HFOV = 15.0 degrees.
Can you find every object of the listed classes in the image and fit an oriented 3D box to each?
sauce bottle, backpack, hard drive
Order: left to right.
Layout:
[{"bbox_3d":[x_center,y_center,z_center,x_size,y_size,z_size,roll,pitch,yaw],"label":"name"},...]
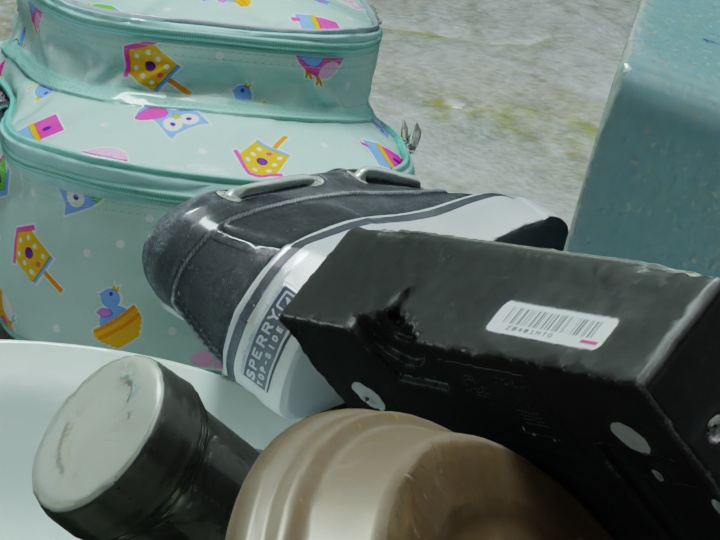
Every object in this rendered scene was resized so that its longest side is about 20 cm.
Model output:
[{"bbox_3d":[-0.064,-0.038,1.043,0.175,0.154,0.200,5,24,-14],"label":"backpack"},{"bbox_3d":[0.006,0.090,0.639,0.200,0.065,0.065,40,-1,-30],"label":"sauce bottle"},{"bbox_3d":[0.082,0.073,0.656,0.038,0.200,0.139,-49,29,-20],"label":"hard drive"}]

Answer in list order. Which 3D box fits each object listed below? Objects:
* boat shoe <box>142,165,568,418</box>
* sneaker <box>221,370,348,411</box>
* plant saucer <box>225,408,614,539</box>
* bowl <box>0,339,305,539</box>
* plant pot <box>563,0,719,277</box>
[{"bbox_3d":[0.000,0.000,0.820,0.068,0.072,0.200,35,19,20],"label":"boat shoe"},{"bbox_3d":[-0.029,0.048,0.878,0.067,0.090,0.200,15,22,28],"label":"sneaker"},{"bbox_3d":[0.041,0.116,0.557,0.029,0.201,0.200,-28,7,22],"label":"plant saucer"},{"bbox_3d":[-0.102,0.094,0.728,0.200,0.091,0.201,4,19,-1],"label":"bowl"},{"bbox_3d":[0.154,0.033,0.829,0.199,0.197,0.196,17,20,5],"label":"plant pot"}]
